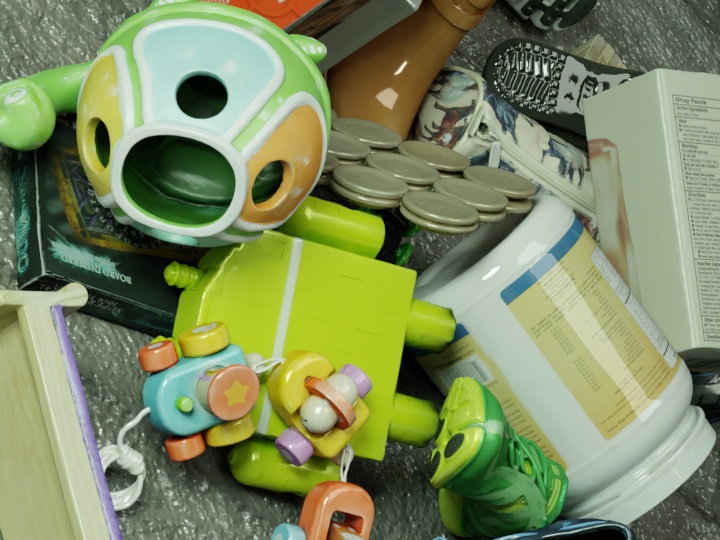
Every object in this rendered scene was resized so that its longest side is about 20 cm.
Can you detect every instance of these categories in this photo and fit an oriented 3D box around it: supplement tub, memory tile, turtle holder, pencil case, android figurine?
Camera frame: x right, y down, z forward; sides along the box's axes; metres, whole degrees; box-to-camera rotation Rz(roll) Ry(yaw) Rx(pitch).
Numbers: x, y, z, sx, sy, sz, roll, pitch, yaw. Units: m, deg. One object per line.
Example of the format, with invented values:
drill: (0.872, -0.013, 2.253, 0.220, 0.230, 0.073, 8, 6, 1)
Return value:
supplement tub: (0.131, 0.066, 1.731, 0.200, 0.144, 0.145, 53, 38, -8)
memory tile: (0.004, -0.069, 1.672, 0.199, 0.017, 0.153, 21, 20, 19)
turtle holder: (-0.110, -0.089, 1.506, 0.185, 0.141, 0.132, 36, 27, -10)
pencil case: (0.125, -0.069, 1.864, 0.200, 0.078, 0.089, 30, 9, -32)
android figurine: (-0.036, 0.046, 1.584, 0.199, 0.041, 0.183, 13, 82, -30)

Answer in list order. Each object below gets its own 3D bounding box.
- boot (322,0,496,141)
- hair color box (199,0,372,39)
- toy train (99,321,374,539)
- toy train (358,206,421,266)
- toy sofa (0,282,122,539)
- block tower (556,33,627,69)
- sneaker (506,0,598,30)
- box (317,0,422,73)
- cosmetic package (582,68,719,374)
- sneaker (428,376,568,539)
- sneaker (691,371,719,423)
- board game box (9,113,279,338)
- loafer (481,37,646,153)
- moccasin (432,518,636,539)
boot: (0.050, -0.168, 1.789, 0.074, 0.155, 0.201, 35, 44, -28)
hair color box: (-0.054, -0.172, 1.639, 0.101, 0.200, 0.061, -25, 84, -52)
toy train: (-0.053, 0.114, 1.519, 0.200, 0.056, 0.151, 23, 80, -30)
toy train: (0.000, 0.000, 1.700, 0.042, 0.056, 0.200, 42, 43, -18)
toy sofa: (-0.162, 0.113, 1.422, 0.097, 0.083, 0.201, 2, 64, -46)
block tower: (0.213, -0.090, 2.001, 0.200, 0.058, 0.054, 49, 38, -10)
sneaker: (0.097, -0.259, 1.984, 0.200, 0.075, 0.081, 31, 32, -35)
box: (-0.007, -0.239, 1.799, 0.097, 0.124, 0.200, 45, 40, -18)
cosmetic package: (0.229, -0.032, 1.830, 0.103, 0.087, 0.201, 5, 75, -37)
sneaker: (0.089, 0.121, 1.621, 0.200, 0.083, 0.074, 70, 32, -69)
sneaker: (0.241, 0.071, 1.908, 0.200, 0.073, 0.082, 0, 67, -48)
board game box: (-0.128, -0.025, 1.597, 0.200, 0.028, 0.136, 21, 52, -40)
loafer: (0.177, -0.118, 1.931, 0.199, 0.071, 0.073, 25, 79, -14)
moccasin: (0.074, 0.189, 1.576, 0.199, 0.068, 0.081, -23, 71, -17)
